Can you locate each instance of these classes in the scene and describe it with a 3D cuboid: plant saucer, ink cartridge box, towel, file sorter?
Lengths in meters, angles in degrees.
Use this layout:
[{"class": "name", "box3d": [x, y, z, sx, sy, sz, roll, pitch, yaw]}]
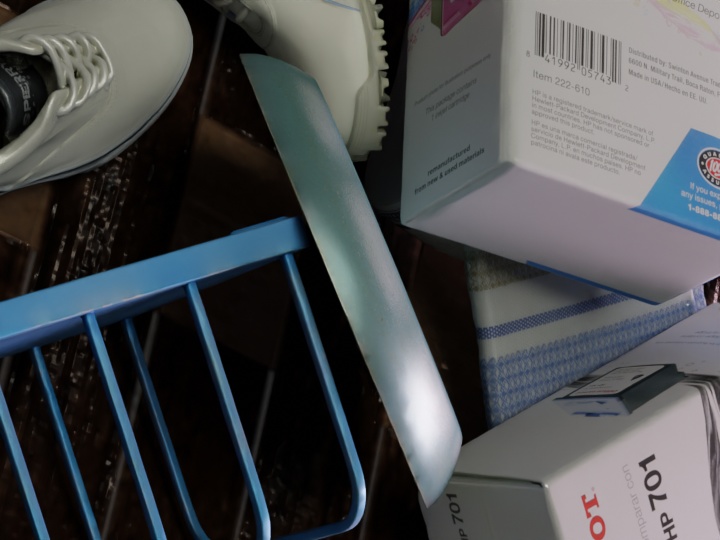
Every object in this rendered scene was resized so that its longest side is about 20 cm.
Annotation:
[{"class": "plant saucer", "box3d": [0.000, 0.000, 1.125, 0.027, 0.200, 0.201, -22, 87, 0]}, {"class": "ink cartridge box", "box3d": [0.137, 0.118, 1.217, 0.199, 0.086, 0.147, -27, 107, -38]}, {"class": "towel", "box3d": [0.104, 0.018, 1.258, 0.146, 0.024, 0.201, -16, 100, -39]}, {"class": "ink cartridge box", "box3d": [0.100, -0.104, 1.198, 0.144, 0.085, 0.201, 17, 64, -29]}, {"class": "file sorter", "box3d": [-0.118, 0.073, 1.031, 0.199, 0.139, 0.123, -17, 87, -37]}]

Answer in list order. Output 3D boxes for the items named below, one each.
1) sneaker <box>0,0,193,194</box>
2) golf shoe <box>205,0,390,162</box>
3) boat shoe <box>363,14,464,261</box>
[{"class": "sneaker", "box3d": [-0.133, -0.069, 1.115, 0.200, 0.071, 0.073, -35, 96, -39]}, {"class": "golf shoe", "box3d": [-0.054, -0.134, 1.212, 0.097, 0.078, 0.201, -16, 78, -22]}, {"class": "boat shoe", "box3d": [0.064, -0.095, 1.278, 0.070, 0.071, 0.201, 38, 56, -33]}]
